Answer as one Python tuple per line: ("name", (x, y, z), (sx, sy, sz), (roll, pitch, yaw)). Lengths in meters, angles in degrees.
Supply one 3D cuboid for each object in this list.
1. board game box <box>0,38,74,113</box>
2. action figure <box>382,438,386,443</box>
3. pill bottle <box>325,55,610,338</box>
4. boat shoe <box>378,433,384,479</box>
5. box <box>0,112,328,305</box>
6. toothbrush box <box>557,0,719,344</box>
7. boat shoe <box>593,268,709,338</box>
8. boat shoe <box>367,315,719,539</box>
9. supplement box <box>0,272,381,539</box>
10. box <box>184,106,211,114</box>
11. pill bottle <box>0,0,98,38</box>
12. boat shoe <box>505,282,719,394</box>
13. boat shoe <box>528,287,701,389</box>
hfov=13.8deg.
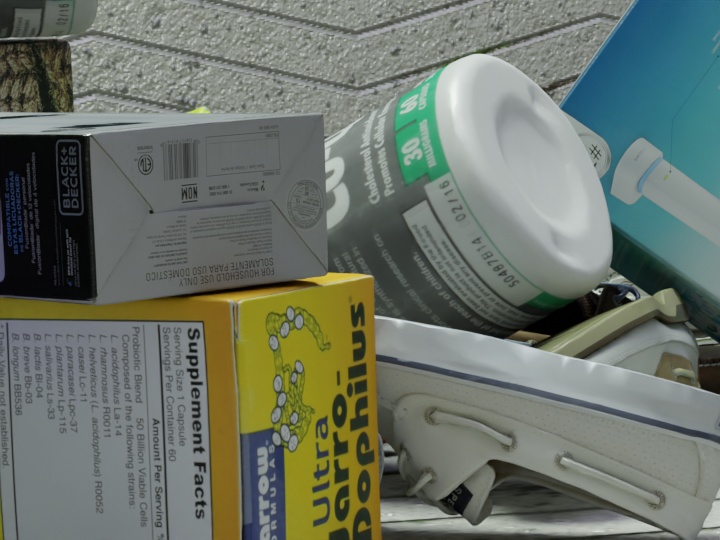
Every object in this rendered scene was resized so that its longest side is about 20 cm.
("board game box", (-0.225, -0.030, 1.438), (0.097, 0.160, 0.200), (-1, 6, 23))
("action figure", (-0.044, 0.038, 1.461), (0.200, 0.065, 0.099), (30, 11, 36))
("pill bottle", (0.000, 0.000, 1.296), (0.200, 0.113, 0.113), (-30, -9, 27))
("boat shoe", (-0.086, 0.073, 1.229), (0.200, 0.072, 0.068), (14, 11, 36))
("box", (-0.120, -0.027, 1.105), (0.200, 0.060, 0.116), (4, 8, 44))
("toothbrush box", (0.192, -0.043, 1.374), (0.200, 0.147, 0.085), (34, -8, 7))
("boat shoe", (0.092, 0.038, 1.520), (0.200, 0.069, 0.071), (-22, -22, 23))
("boat shoe", (0.042, 0.062, 1.146), (0.199, 0.070, 0.071), (13, -6, 13))
("supplement box", (-0.104, 0.057, 1.117), (0.200, 0.109, 0.109), (1, 6, 27))
("box", (-0.122, -0.003, 1.566), (0.200, 0.122, 0.048), (-18, 25, 42))
("pill bottle", (-0.230, -0.165, 1.426), (0.199, 0.113, 0.113), (-4, 5, -12))
("boat shoe", (0.111, 0.042, 1.423), (0.200, 0.073, 0.072), (-5, 5, -34))
("boat shoe", (0.110, 0.053, 1.273), (0.075, 0.069, 0.200), (-24, -4, 24))
